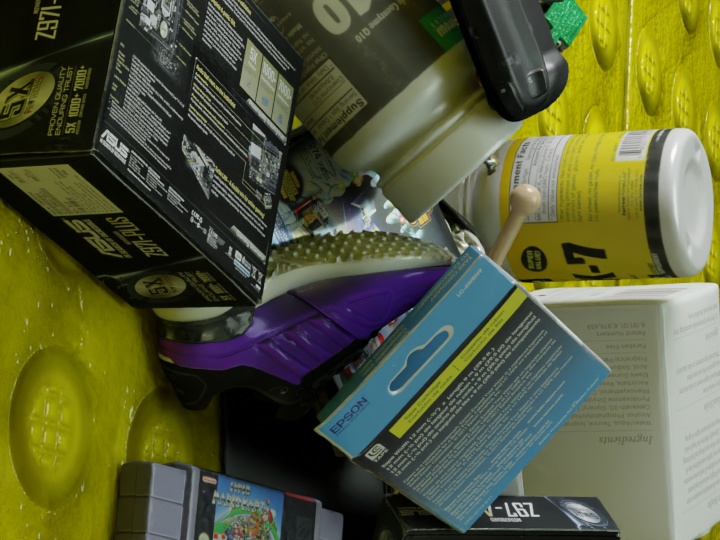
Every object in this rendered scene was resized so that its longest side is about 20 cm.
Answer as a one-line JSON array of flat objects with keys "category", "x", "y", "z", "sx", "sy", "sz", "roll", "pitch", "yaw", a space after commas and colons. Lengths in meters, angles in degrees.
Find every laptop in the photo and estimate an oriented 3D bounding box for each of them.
[{"category": "laptop", "x": -0.039, "y": 0.095, "z": 1.575, "sx": 0.200, "sy": 0.115, "sz": 0.188, "roll": -157, "pitch": -115, "yaw": -85}]

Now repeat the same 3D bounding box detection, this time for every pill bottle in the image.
[{"category": "pill bottle", "x": 0.000, "y": -0.134, "z": 1.440, "sx": 0.200, "sy": 0.113, "sz": 0.113, "roll": 48, "pitch": 31, "yaw": -2}, {"category": "pill bottle", "x": 0.162, "y": -0.048, "z": 1.806, "sx": 0.114, "sy": 0.199, "sz": 0.115, "roll": -2, "pitch": 90, "yaw": -66}]

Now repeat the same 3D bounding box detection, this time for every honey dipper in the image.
[{"category": "honey dipper", "x": 0.077, "y": 0.026, "z": 1.691, "sx": 0.201, "sy": 0.038, "sz": 0.038, "roll": -65, "pitch": 162, "yaw": 17}]

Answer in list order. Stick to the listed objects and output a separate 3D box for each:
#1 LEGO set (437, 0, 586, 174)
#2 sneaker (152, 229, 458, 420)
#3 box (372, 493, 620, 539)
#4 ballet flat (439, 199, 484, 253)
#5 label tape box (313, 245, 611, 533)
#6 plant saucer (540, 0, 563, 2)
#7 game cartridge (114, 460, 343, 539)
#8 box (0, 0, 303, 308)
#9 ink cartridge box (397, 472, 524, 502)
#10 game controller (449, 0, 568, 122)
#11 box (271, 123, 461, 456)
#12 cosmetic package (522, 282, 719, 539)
[{"category": "LEGO set", "x": 0.072, "y": -0.176, "z": 1.750, "sx": 0.154, "sy": 0.116, "sz": 0.200, "roll": 45, "pitch": 34, "yaw": -17}, {"category": "sneaker", "x": -0.031, "y": 0.038, "z": 1.429, "sx": 0.199, "sy": 0.070, "sz": 0.100, "roll": -12, "pitch": 107, "yaw": -21}, {"category": "box", "x": 0.073, "y": 0.245, "z": 1.572, "sx": 0.044, "sy": 0.160, "sz": 0.201, "roll": -124, "pitch": -137, "yaw": -56}, {"category": "ballet flat", "x": 0.049, "y": -0.020, "z": 1.704, "sx": 0.068, "sy": 0.068, "sz": 0.200, "roll": -46, "pitch": 143, "yaw": 1}, {"category": "label tape box", "x": 0.052, "y": 0.064, "z": 1.428, "sx": 0.143, "sy": 0.066, "sz": 0.200, "roll": -48, "pitch": 143, "yaw": 2}, {"category": "plant saucer", "x": 0.079, "y": -0.265, "z": 1.603, "sx": 0.200, "sy": 0.036, "sz": 0.200, "roll": 61, "pitch": -5, "yaw": 8}, {"category": "game cartridge", "x": -0.077, "y": 0.190, "z": 1.412, "sx": 0.200, "sy": 0.038, "sz": 0.130, "roll": 23, "pitch": 72, "yaw": -53}, {"category": "box", "x": -0.121, "y": -0.091, "z": 1.298, "sx": 0.200, "sy": 0.086, "sz": 0.164, "roll": 45, "pitch": 49, "yaw": -56}, {"category": "ink cartridge box", "x": 0.068, "y": 0.148, "z": 1.638, "sx": 0.147, "sy": 0.085, "sz": 0.201, "roll": -100, "pitch": -176, "yaw": -59}, {"category": "game controller", "x": 0.071, "y": -0.188, "z": 1.414, "sx": 0.201, "sy": 0.042, "sz": 0.104, "roll": 69, "pitch": 18, "yaw": -4}, {"category": "box", "x": 0.000, "y": 0.000, "z": 1.512, "sx": 0.137, "sy": 0.040, "sz": 0.201, "roll": -36, "pitch": 108, "yaw": -35}, {"category": "cosmetic package", "x": 0.201, "y": 0.119, "z": 1.928, "sx": 0.167, "sy": 0.166, "sz": 0.201, "roll": -11, "pitch": 98, "yaw": -66}]
